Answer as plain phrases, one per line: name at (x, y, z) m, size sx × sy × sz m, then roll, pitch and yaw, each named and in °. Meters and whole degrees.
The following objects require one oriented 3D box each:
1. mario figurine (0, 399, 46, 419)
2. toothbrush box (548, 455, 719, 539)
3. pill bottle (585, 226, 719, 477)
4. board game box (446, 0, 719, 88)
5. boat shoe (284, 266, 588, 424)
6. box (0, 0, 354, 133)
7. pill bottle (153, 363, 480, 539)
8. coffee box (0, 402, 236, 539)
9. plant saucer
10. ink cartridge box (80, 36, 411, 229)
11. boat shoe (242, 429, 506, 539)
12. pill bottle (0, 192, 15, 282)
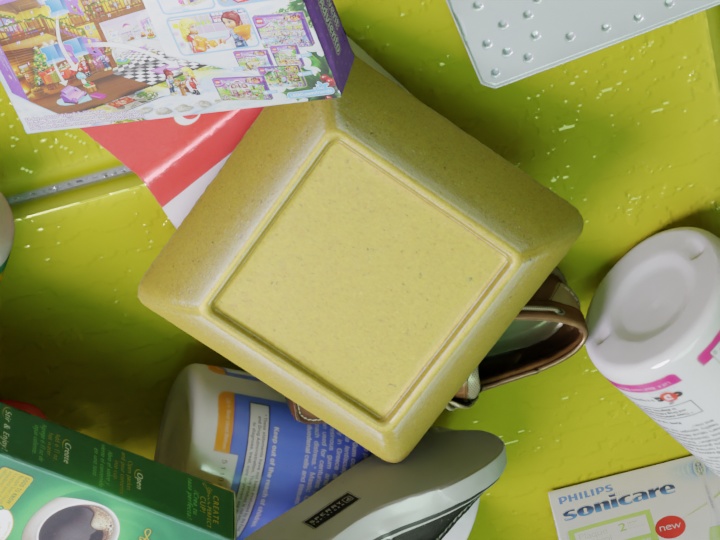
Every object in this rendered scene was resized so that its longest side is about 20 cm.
mario figurine at (-0.255, 0.176, 1.457) m, size 0.123 × 0.106 × 0.200 m, roll 31°, pitch 97°, yaw 0°
toothbrush box at (0.220, 0.229, 1.513) m, size 0.145 × 0.200 × 0.086 m, roll -14°, pitch 128°, yaw 3°
pill bottle at (0.245, 0.071, 1.446) m, size 0.113 × 0.114 × 0.200 m, roll -37°, pitch 124°, yaw 20°
board game box at (0.130, -0.217, 1.254) m, size 0.199 × 0.026 × 0.200 m, roll -20°, pitch 129°, yaw 8°
boat shoe at (0.050, 0.049, 1.394) m, size 0.199 × 0.074 × 0.076 m, roll -21°, pitch 128°, yaw -14°
box at (-0.118, -0.148, 1.224) m, size 0.199 × 0.039 × 0.137 m, roll -5°, pitch 132°, yaw 20°
pill bottle at (-0.027, 0.131, 1.453) m, size 0.199 × 0.112 × 0.112 m, roll 12°, pitch 126°, yaw -17°
coffee box at (-0.188, 0.149, 1.348) m, size 0.199 × 0.044 × 0.123 m, roll 23°, pitch 128°, yaw -24°
plant saucer at (0.000, 0.000, 1.312) m, size 0.200 × 0.048 × 0.200 m, roll 33°, pitch 106°, yaw -12°
ink cartridge box at (-0.049, -0.067, 1.334) m, size 0.161 × 0.050 × 0.200 m, roll -37°, pitch 127°, yaw 20°
boat shoe at (0.007, 0.163, 1.373) m, size 0.199 × 0.071 × 0.064 m, roll -26°, pitch 119°, yaw -21°
pill bottle at (-0.283, 0.036, 1.338) m, size 0.112 × 0.113 × 0.200 m, roll 11°, pitch 127°, yaw -17°
